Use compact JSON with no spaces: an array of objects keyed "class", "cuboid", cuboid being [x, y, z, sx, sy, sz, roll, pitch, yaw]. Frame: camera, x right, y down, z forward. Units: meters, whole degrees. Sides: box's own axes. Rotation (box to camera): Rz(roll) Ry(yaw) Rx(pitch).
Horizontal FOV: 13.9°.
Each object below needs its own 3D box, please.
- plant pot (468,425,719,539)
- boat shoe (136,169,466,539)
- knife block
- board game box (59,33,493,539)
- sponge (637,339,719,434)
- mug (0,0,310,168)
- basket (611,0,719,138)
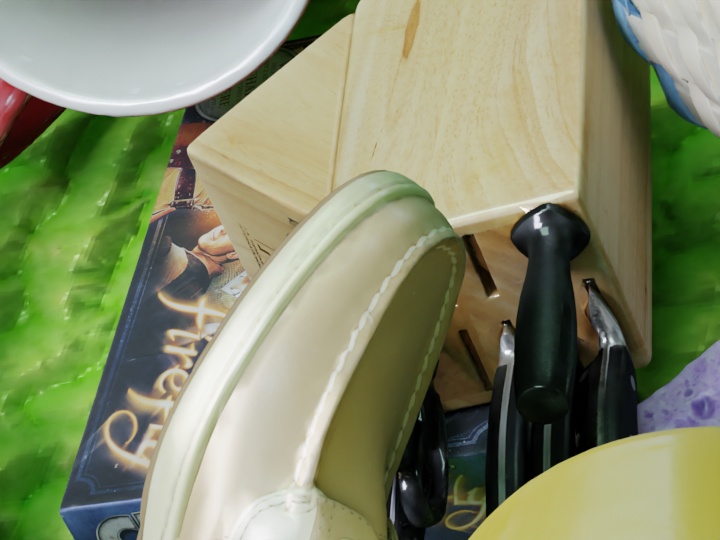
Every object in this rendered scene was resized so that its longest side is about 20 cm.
[{"class":"plant pot","cuboid":[0.069,0.130,0.558,0.200,0.201,0.189,-16,22,12]},{"class":"boat shoe","cuboid":[-0.015,0.077,0.653,0.065,0.072,0.200,23,89,25]},{"class":"knife block","cuboid":[0.047,-0.012,0.772,0.200,0.064,0.175,-41,41,-19]},{"class":"board game box","cuboid":[0.000,0.000,0.865,0.135,0.035,0.200,-10,40,20]},{"class":"sponge","cuboid":[0.160,0.022,0.751,0.200,0.030,0.112,-37,38,-15]},{"class":"mug","cuboid":[-0.069,-0.131,0.947,0.177,0.134,0.200,-23,11,21]},{"class":"basket","cuboid":[0.164,-0.093,0.742,0.176,0.139,0.200,-40,25,-17]}]
